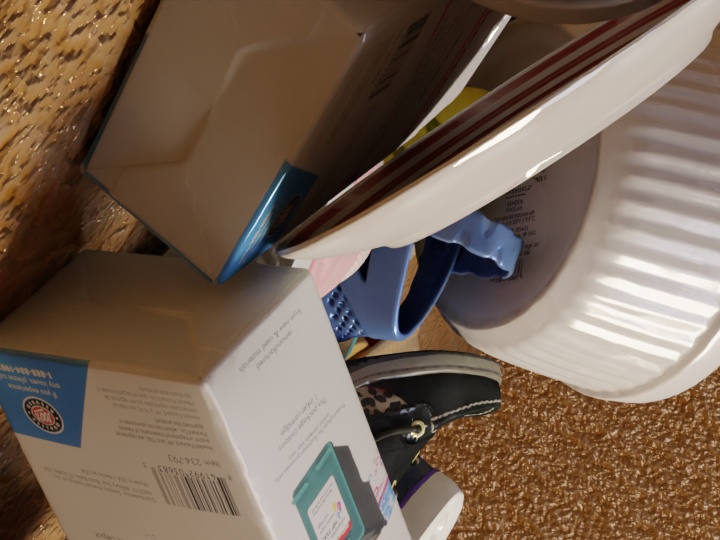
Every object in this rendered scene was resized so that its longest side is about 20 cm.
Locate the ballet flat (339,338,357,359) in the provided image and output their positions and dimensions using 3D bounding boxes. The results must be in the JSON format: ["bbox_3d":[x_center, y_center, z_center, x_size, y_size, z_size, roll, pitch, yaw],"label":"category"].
[{"bbox_3d":[-0.023,-0.007,0.929,0.072,0.068,0.200,-16,148,-42],"label":"ballet flat"}]

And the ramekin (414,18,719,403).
[{"bbox_3d":[0.112,-0.039,0.884,0.105,0.200,0.200,12,126,-31],"label":"ramekin"}]

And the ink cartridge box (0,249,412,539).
[{"bbox_3d":[-0.049,0.095,0.659,0.067,0.116,0.201,-47,129,-39],"label":"ink cartridge box"}]

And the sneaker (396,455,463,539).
[{"bbox_3d":[-0.054,0.139,0.923,0.200,0.146,0.081,-41,155,-38],"label":"sneaker"}]

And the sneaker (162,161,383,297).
[{"bbox_3d":[-0.053,0.012,0.767,0.201,0.075,0.105,-57,166,1],"label":"sneaker"}]

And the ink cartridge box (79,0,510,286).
[{"bbox_3d":[-0.003,-0.091,0.639,0.115,0.068,0.200,-56,171,35],"label":"ink cartridge box"}]

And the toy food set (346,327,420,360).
[{"bbox_3d":[-0.043,0.091,1.143,0.198,0.049,0.200,-44,174,31],"label":"toy food set"}]

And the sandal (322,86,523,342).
[{"bbox_3d":[0.000,0.000,0.841,0.200,0.087,0.079,-38,148,16],"label":"sandal"}]

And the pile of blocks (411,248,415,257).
[{"bbox_3d":[0.019,-0.022,1.062,0.082,0.062,0.200,-45,169,-40],"label":"pile of blocks"}]

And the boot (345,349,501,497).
[{"bbox_3d":[0.001,0.122,0.845,0.203,0.154,0.073,-5,168,-42],"label":"boot"}]

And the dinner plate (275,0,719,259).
[{"bbox_3d":[0.059,-0.054,0.608,0.200,0.024,0.200,-34,-174,4],"label":"dinner plate"}]

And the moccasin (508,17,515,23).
[{"bbox_3d":[0.118,-0.166,0.978,0.201,0.078,0.074,-24,173,-33],"label":"moccasin"}]

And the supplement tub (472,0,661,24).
[{"bbox_3d":[0.066,-0.160,0.466,0.146,0.145,0.200,-51,171,-12],"label":"supplement tub"}]
